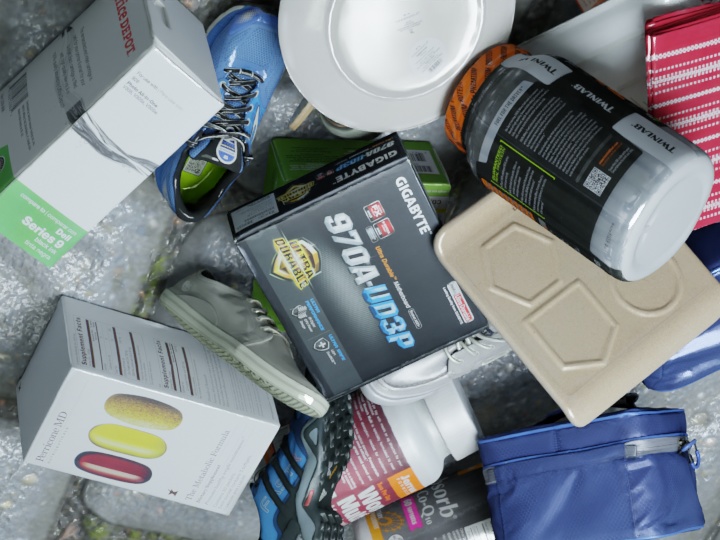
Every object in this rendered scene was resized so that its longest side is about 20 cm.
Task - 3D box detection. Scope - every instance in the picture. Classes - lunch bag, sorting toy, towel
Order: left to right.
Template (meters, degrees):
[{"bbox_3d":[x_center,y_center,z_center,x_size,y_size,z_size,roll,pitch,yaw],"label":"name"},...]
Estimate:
[{"bbox_3d":[0.183,0.005,1.683,0.185,0.200,0.036,-35,174,-22],"label":"sorting toy"},{"bbox_3d":[0.210,0.182,1.806,0.199,0.133,0.136,-15,171,25],"label":"lunch bag"},{"bbox_3d":[0.291,0.001,1.795,0.199,0.136,0.133,-25,126,5],"label":"lunch bag"},{"bbox_3d":[0.294,-0.130,1.655,0.144,0.022,0.201,-17,124,-18],"label":"towel"}]

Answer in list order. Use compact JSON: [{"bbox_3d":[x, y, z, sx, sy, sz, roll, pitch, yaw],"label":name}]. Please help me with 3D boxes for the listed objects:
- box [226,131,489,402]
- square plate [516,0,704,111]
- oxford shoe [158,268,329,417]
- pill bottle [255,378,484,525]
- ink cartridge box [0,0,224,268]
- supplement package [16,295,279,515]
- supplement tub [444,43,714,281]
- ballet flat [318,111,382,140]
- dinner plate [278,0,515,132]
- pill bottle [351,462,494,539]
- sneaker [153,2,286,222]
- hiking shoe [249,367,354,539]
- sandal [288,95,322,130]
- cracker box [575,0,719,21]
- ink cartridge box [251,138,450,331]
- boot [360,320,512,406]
[{"bbox_3d":[0.000,0.000,1.692,0.159,0.046,0.200,-25,127,4],"label":"box"},{"bbox_3d":[0.234,-0.148,1.699,0.198,0.029,0.200,-23,135,35],"label":"square plate"},{"bbox_3d":[-0.094,0.058,1.725,0.058,0.200,0.075,-46,144,-10],"label":"oxford shoe"},{"bbox_3d":[0.008,0.164,1.863,0.199,0.110,0.110,-26,126,5],"label":"pill bottle"},{"bbox_3d":[-0.210,-0.123,1.586,0.200,0.146,0.084,-41,123,15],"label":"ink cartridge box"},{"bbox_3d":[-0.190,0.121,1.783,0.199,0.110,0.114,17,118,-24],"label":"supplement package"},{"bbox_3d":[0.170,-0.091,1.607,0.122,0.200,0.123,-38,150,-26],"label":"supplement tub"},{"bbox_3d":[0.043,-0.190,1.661,0.200,0.067,0.064,-49,154,9],"label":"ballet flat"},{"bbox_3d":[0.033,-0.200,1.591,0.199,0.024,0.201,-9,119,-16],"label":"dinner plate"},{"bbox_3d":[0.100,0.253,1.945,0.199,0.117,0.117,-21,127,0],"label":"pill bottle"},{"bbox_3d":[-0.106,-0.124,1.647,0.078,0.089,0.200,14,118,-23],"label":"sneaker"},{"bbox_3d":[-0.059,0.175,1.780,0.086,0.201,0.074,0,163,22],"label":"hiking shoe"},{"bbox_3d":[-0.019,-0.218,1.628,0.070,0.078,0.212,36,105,-10],"label":"sandal"},{"bbox_3d":[0.289,-0.262,1.669,0.134,0.058,0.200,29,113,-29],"label":"cracker box"},{"bbox_3d":[-0.013,-0.010,1.757,0.147,0.076,0.201,1,123,-14],"label":"ink cartridge box"},{"bbox_3d":[0.093,0.052,1.784,0.200,0.096,0.074,-28,85,-21],"label":"boot"}]
